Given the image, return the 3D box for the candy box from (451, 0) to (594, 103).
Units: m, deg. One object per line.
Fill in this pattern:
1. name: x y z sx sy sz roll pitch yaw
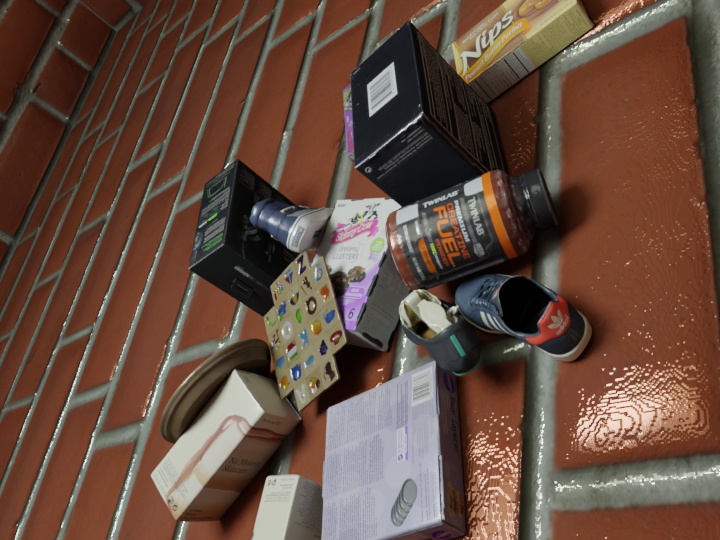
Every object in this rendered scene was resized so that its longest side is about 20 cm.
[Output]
1. candy box: 0.229 -0.341 1.080 0.198 0.055 0.118 -33 40 30

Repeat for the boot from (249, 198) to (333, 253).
1. boot: -0.096 -0.078 1.140 0.074 0.089 0.200 -64 -10 8

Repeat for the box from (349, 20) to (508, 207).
1. box: 0.092 -0.178 0.988 0.122 0.197 0.204 -33 40 30

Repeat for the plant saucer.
1. plant saucer: -0.203 0.184 1.084 0.029 0.199 0.201 42 98 22

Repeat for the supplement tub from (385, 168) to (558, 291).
1. supplement tub: 0.135 -0.054 0.898 0.196 0.107 0.109 -21 45 19

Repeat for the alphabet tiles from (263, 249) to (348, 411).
1. alphabet tiles: -0.081 0.082 1.040 0.166 0.006 0.204 -43 52 38

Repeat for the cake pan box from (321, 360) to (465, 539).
1. cake pan box: 0.033 0.222 0.865 0.182 0.052 0.204 -29 43 30

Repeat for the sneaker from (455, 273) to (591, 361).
1. sneaker: 0.164 0.032 0.830 0.198 0.084 0.076 20 77 55

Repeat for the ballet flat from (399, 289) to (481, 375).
1. ballet flat: 0.085 0.058 0.879 0.074 0.072 0.200 -53 19 2

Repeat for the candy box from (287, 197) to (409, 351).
1. candy box: 0.000 0.000 1.065 0.166 0.071 0.204 2 65 51

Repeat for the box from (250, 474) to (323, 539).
1. box: -0.090 0.355 0.880 0.067 0.082 0.204 -15 50 41

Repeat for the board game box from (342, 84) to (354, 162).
1. board game box: 0.021 -0.292 1.317 0.119 0.032 0.203 -31 41 25

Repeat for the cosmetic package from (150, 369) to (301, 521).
1. cosmetic package: -0.190 0.251 1.051 0.201 0.103 0.087 -52 57 8

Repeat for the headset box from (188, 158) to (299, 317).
1. headset box: -0.182 -0.046 1.235 0.092 0.173 0.204 -28 44 31
